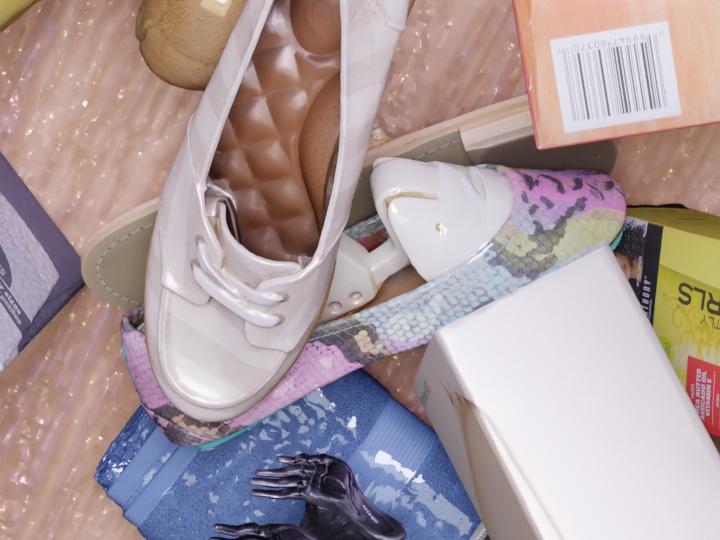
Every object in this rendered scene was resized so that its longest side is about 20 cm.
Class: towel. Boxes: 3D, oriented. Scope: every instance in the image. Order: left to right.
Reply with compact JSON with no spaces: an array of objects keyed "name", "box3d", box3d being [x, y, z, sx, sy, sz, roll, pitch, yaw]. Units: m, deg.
[{"name":"towel","box3d":[-0.002,0.105,0.965,0.200,0.049,0.112,39,106,-3]}]

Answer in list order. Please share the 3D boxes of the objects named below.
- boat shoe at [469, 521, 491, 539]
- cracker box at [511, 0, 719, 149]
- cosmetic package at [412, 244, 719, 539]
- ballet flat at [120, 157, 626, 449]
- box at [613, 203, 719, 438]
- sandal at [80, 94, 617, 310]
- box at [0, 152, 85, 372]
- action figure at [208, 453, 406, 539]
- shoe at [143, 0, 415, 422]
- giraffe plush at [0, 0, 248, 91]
[{"name":"boat shoe","box3d":[0.054,0.165,0.913,0.071,0.061,0.202,25,101,0]},{"name":"cracker box","box3d":[0.125,-0.097,0.814,0.133,0.200,0.058,-8,105,10]},{"name":"cosmetic package","box3d":[0.096,0.104,0.834,0.073,0.104,0.201,-26,78,-9]},{"name":"ballet flat","box3d":[0.000,0.000,0.881,0.199,0.069,0.071,-25,123,10]},{"name":"box","box3d":[0.150,0.026,0.848,0.050,0.200,0.076,-1,101,-29]},{"name":"sandal","box3d":[-0.010,-0.044,0.926,0.210,0.070,0.078,-14,143,-5]},{"name":"box","box3d":[-0.217,-0.030,0.913,0.114,0.132,0.201,-35,98,16]},{"name":"action figure","box3d":[-0.045,0.168,0.908,0.101,0.119,0.201,14,117,3]},{"name":"shoe","box3d":[-0.034,-0.035,0.821,0.069,0.053,0.201,22,110,7]},{"name":"giraffe plush","box3d":[-0.076,-0.129,0.877,0.161,0.172,0.201,32,72,-13]}]
